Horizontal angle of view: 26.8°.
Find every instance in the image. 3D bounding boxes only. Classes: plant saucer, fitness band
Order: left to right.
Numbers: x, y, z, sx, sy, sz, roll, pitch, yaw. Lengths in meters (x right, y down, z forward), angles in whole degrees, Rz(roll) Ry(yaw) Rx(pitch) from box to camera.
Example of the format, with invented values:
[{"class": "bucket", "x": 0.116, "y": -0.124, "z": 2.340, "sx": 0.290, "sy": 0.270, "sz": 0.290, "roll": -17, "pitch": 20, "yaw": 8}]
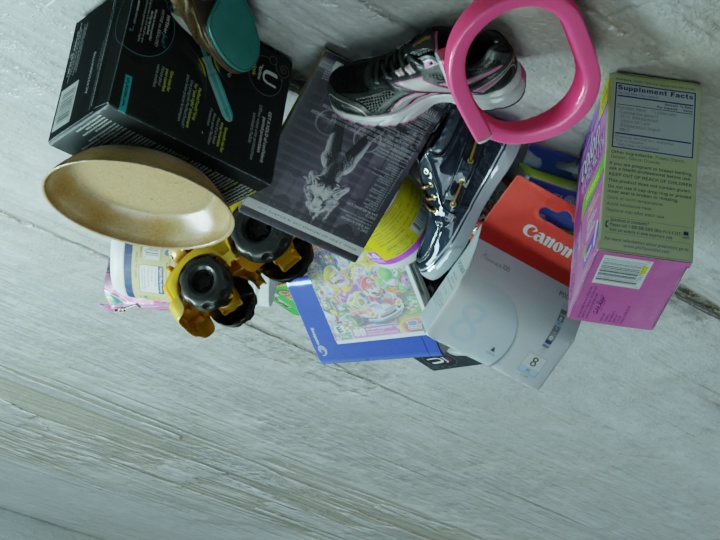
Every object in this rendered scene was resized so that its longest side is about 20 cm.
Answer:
[{"class": "plant saucer", "x": -0.222, "y": -0.079, "z": 1.532, "sx": 0.198, "sy": 0.036, "sz": 0.201, "roll": 8, "pitch": 157, "yaw": 3}, {"class": "fitness band", "x": 0.153, "y": -0.194, "z": 1.440, "sx": 0.142, "sy": 0.038, "sz": 0.200, "roll": -25, "pitch": 139, "yaw": 7}]

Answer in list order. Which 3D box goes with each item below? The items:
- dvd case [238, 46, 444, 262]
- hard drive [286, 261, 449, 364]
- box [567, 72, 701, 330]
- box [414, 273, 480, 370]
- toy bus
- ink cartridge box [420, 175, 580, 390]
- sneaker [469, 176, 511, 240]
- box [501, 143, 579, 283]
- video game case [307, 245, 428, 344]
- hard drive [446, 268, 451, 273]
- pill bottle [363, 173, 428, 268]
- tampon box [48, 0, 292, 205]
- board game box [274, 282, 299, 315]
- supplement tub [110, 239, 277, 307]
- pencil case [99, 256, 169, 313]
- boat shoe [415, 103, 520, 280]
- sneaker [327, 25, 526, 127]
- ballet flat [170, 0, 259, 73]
[{"class": "dvd case", "x": -0.021, "y": -0.119, "z": 1.606, "sx": 0.147, "sy": 0.016, "sz": 0.201, "roll": 23, "pitch": 110, "yaw": -21}, {"class": "hard drive", "x": 0.007, "y": 0.056, "z": 1.956, "sx": 0.198, "sy": 0.025, "sz": 0.133, "roll": -6, "pitch": 116, "yaw": 37}, {"class": "box", "x": 0.279, "y": -0.068, "z": 1.554, "sx": 0.095, "sy": 0.202, "sz": 0.176, "roll": 8, "pitch": 157, "yaw": 1}, {"class": "box", "x": 0.145, "y": 0.052, "z": 1.980, "sx": 0.198, "sy": 0.107, "sz": 0.122, "roll": -11, "pitch": 147, "yaw": 39}, {"class": "toy bus", "x": -0.167, "y": -0.050, "z": 1.745, "sx": 0.192, "sy": 0.200, "sz": 0.136, "roll": 49, "pitch": -179, "yaw": 16}, {"class": "ink cartridge box", "x": 0.184, "y": 0.017, "z": 1.665, "sx": 0.159, "sy": 0.047, "sz": 0.201, "roll": 27, "pitch": 110, "yaw": -20}, {"class": "sneaker", "x": 0.147, "y": -0.051, "z": 1.749, "sx": 0.200, "sy": 0.109, "sz": 0.067, "roll": 27, "pitch": 151, "yaw": -35}, {"class": "box", "x": 0.208, "y": -0.030, "z": 1.701, "sx": 0.121, "sy": 0.048, "sz": 0.202, "roll": 15, "pitch": 111, "yaw": -16}, {"class": "video game case", "x": 0.000, "y": 0.000, "z": 1.870, "sx": 0.142, "sy": 0.018, "sz": 0.202, "roll": -7, "pitch": 120, "yaw": 28}, {"class": "hard drive", "x": 0.036, "y": -0.038, "z": 1.905, "sx": 0.198, "sy": 0.038, "sz": 0.140, "roll": -3, "pitch": 153, "yaw": 26}, {"class": "pill bottle", "x": -0.004, "y": -0.094, "z": 1.700, "sx": 0.103, "sy": 0.105, "sz": 0.200, "roll": -13, "pitch": 140, "yaw": 39}, {"class": "tampon box", "x": -0.191, "y": -0.172, "z": 1.545, "sx": 0.199, "sy": 0.152, "sz": 0.126, "roll": 25, "pitch": 151, "yaw": -33}, {"class": "board game box", "x": -0.039, "y": 0.024, "z": 2.081, "sx": 0.198, "sy": 0.030, "sz": 0.095, "roll": -13, "pitch": 148, "yaw": 34}, {"class": "supplement tub", "x": -0.200, "y": -0.028, "z": 1.874, "sx": 0.197, "sy": 0.146, "sz": 0.145, "roll": 8, "pitch": 156, "yaw": 2}, {"class": "pencil case", "x": -0.259, "y": 0.022, "z": 2.080, "sx": 0.197, "sy": 0.088, "sz": 0.088, "roll": 0, "pitch": 155, "yaw": 16}, {"class": "boat shoe", "x": 0.090, "y": -0.089, "z": 1.655, "sx": 0.090, "sy": 0.071, "sz": 0.202, "roll": 22, "pitch": 113, "yaw": -15}, {"class": "sneaker", "x": 0.061, "y": -0.206, "z": 1.497, "sx": 0.197, "sy": 0.081, "sz": 0.087, "roll": -9, "pitch": 148, "yaw": 9}, {"class": "ballet flat", "x": -0.162, "y": -0.265, "z": 1.451, "sx": 0.072, "sy": 0.068, "sz": 0.200, "roll": 19, "pitch": 163, "yaw": 29}]
